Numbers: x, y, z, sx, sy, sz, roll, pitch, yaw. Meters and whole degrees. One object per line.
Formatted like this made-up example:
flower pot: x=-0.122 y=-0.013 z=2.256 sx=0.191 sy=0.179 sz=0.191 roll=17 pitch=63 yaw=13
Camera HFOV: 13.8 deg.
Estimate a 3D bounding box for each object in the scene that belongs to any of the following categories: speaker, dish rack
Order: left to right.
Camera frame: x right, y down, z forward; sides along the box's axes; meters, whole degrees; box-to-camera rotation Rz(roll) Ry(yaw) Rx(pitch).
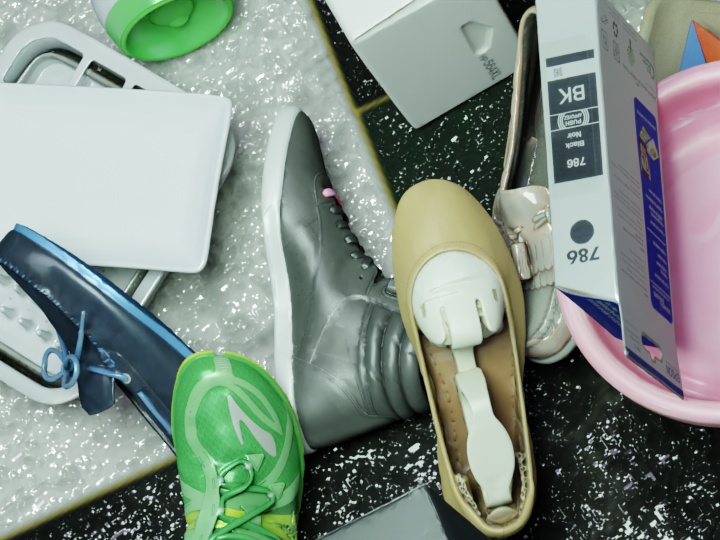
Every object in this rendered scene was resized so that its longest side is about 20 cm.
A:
dish rack: x=-0.177 y=-0.031 z=1.763 sx=0.171 sy=0.044 sz=0.200 roll=30 pitch=84 yaw=23
speaker: x=-0.144 y=-0.228 z=1.791 sx=0.088 sy=0.088 sz=0.200 roll=-27 pitch=67 yaw=8

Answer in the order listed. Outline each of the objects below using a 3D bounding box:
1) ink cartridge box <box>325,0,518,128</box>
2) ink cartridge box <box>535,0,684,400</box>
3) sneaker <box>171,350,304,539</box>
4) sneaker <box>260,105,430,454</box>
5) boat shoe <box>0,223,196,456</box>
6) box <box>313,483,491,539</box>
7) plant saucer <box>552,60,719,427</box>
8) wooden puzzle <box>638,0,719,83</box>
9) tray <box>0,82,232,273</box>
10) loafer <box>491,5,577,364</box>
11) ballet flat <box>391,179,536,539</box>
ink cartridge box: x=0.003 y=-0.200 z=1.701 sx=0.084 sy=0.146 sz=0.200 roll=-31 pitch=66 yaw=5
ink cartridge box: x=0.128 y=-0.036 z=1.539 sx=0.039 sy=0.099 sz=0.201 roll=-11 pitch=69 yaw=20
sneaker: x=-0.064 y=0.143 z=1.622 sx=0.074 sy=0.084 sz=0.201 roll=-5 pitch=96 yaw=-1
sneaker: x=0.000 y=0.000 z=1.685 sx=0.099 sy=0.071 sz=0.201 roll=-8 pitch=77 yaw=13
boat shoe: x=-0.133 y=0.056 z=1.669 sx=0.200 sy=0.084 sz=0.069 roll=41 pitch=89 yaw=0
box: x=0.014 y=0.195 z=1.545 sx=0.141 sy=0.200 sz=0.079 roll=-30 pitch=66 yaw=8
plant saucer: x=0.203 y=-0.012 z=1.584 sx=0.200 sy=0.051 sz=0.201 roll=-7 pitch=71 yaw=22
wooden puzzle: x=0.233 y=-0.060 z=1.638 sx=0.199 sy=0.046 sz=0.186 roll=10 pitch=77 yaw=20
tray: x=-0.172 y=-0.053 z=1.733 sx=0.199 sy=0.022 sz=0.108 roll=4 pitch=75 yaw=19
loafer: x=0.099 y=-0.050 z=1.659 sx=0.072 sy=0.063 sz=0.201 roll=-8 pitch=67 yaw=48
ballet flat: x=0.063 y=0.050 z=1.607 sx=0.068 sy=0.063 sz=0.201 roll=-14 pitch=99 yaw=-1
